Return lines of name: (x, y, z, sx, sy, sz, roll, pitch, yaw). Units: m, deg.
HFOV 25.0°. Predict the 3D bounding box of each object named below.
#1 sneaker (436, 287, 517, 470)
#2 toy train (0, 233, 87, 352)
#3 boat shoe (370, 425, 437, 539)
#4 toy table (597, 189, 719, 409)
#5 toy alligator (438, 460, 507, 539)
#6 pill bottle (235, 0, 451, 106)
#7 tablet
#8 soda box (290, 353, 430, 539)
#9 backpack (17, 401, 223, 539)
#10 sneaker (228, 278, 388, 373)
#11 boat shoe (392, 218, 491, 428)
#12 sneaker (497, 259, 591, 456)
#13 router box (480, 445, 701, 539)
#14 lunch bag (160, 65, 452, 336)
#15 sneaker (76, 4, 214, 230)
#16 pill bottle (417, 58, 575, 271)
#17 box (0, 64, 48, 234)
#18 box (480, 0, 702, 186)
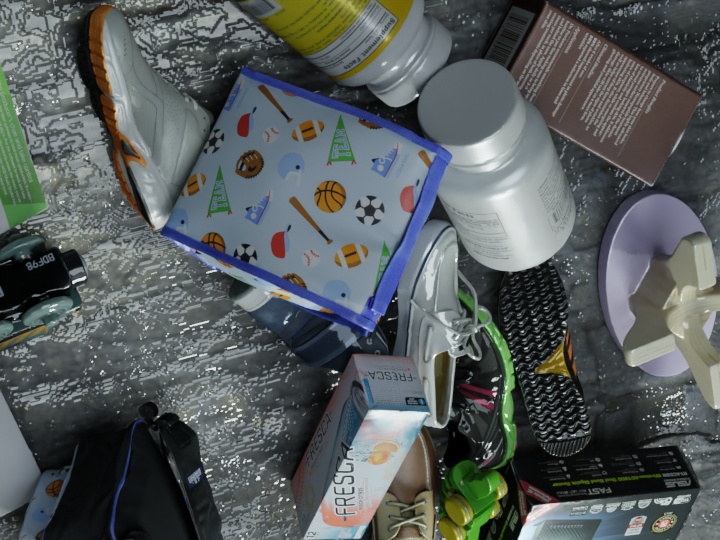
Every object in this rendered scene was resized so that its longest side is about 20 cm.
sneaker: (0.101, 0.112, 1.569, 0.083, 0.077, 0.202, -18, 113, -19)
toy train: (-0.324, 0.038, 1.360, 0.199, 0.114, 0.086, -25, 80, -18)
boat shoe: (0.045, 0.244, 1.589, 0.075, 0.074, 0.202, -4, 110, -9)
toy table: (0.317, 0.031, 1.603, 0.183, 0.117, 0.201, -31, 117, -8)
toy alligator: (0.099, 0.238, 1.603, 0.059, 0.054, 0.201, -32, 154, -27)
pill bottle: (-0.019, -0.231, 1.381, 0.200, 0.112, 0.113, 37, 93, -28)
tablet: (-0.353, 0.165, 1.397, 0.129, 0.014, 0.201, -25, 142, -12)
soda box: (-0.004, 0.167, 1.505, 0.063, 0.069, 0.201, 3, 135, -22)
backpack: (-0.209, 0.256, 1.440, 0.153, 0.201, 0.191, -17, 120, 21)
sneaker: (-0.001, 0.000, 1.483, 0.202, 0.077, 0.146, -43, 110, 4)
boat shoe: (0.079, 0.056, 1.491, 0.074, 0.086, 0.204, -22, 128, -54)
sneaker: (0.177, 0.082, 1.597, 0.069, 0.090, 0.202, -13, 87, 1)
router box: (0.229, 0.257, 1.649, 0.198, 0.062, 0.151, -2, 133, -20)
lunch bag: (-0.036, -0.054, 1.366, 0.124, 0.199, 0.171, 34, 79, -59)
sneaker: (-0.175, -0.140, 1.382, 0.092, 0.076, 0.201, -26, 123, -19)
pill bottle: (0.118, -0.094, 1.439, 0.114, 0.114, 0.200, -39, 146, -5)
box: (-0.353, -0.074, 1.299, 0.200, 0.036, 0.145, -34, 120, -39)
box: (0.210, -0.170, 1.515, 0.199, 0.075, 0.101, 27, 97, -25)
